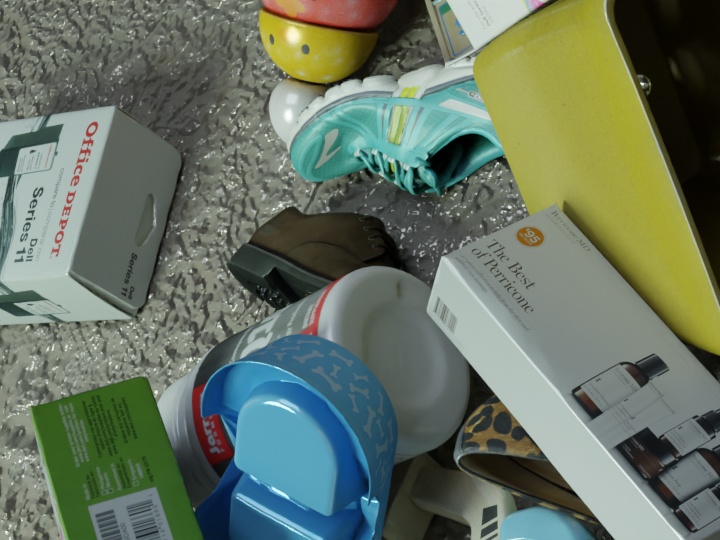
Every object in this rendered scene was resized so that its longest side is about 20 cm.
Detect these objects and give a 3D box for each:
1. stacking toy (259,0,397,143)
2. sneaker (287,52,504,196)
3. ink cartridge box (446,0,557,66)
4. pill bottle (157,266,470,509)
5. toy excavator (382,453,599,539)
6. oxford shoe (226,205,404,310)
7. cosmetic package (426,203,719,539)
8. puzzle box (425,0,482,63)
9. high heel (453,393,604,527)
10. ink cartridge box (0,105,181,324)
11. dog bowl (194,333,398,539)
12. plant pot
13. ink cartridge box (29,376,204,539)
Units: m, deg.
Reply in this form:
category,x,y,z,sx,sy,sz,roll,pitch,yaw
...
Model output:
category,x,y,z,sx,sy,sz,roll,pitch,yaw
stacking toy,-0.025,-0.185,1.247,0.145,0.145,0.202,21,108,44
sneaker,0.032,-0.089,1.177,0.198,0.077,0.081,-12,67,33
ink cartridge box,0.114,-0.193,0.983,0.117,0.068,0.200,-33,2,-27
pill bottle,-0.037,0.082,1.080,0.199,0.113,0.115,-28,49,44
toy excavator,0.086,0.172,0.981,0.193,0.100,0.201,-23,40,30
oxford shoe,0.000,0.000,1.153,0.199,0.073,0.085,26,70,39
cosmetic package,0.126,0.060,0.889,0.082,0.051,0.200,-23,58,-29
puzzle box,0.130,-0.229,1.209,0.199,0.025,0.134,-33,49,20
high heel,0.144,0.133,0.900,0.200,0.142,0.072,47,133,34
ink cartridge box,-0.250,-0.040,1.366,0.198,0.083,0.148,-4,64,36
dog bowl,-0.034,0.120,0.989,0.111,0.201,0.050,25,42,21
plant pot,0.179,-0.087,0.948,0.199,0.202,0.176,-32,16,-26
ink cartridge box,-0.137,0.189,1.060,0.075,0.201,0.149,-14,49,-14
